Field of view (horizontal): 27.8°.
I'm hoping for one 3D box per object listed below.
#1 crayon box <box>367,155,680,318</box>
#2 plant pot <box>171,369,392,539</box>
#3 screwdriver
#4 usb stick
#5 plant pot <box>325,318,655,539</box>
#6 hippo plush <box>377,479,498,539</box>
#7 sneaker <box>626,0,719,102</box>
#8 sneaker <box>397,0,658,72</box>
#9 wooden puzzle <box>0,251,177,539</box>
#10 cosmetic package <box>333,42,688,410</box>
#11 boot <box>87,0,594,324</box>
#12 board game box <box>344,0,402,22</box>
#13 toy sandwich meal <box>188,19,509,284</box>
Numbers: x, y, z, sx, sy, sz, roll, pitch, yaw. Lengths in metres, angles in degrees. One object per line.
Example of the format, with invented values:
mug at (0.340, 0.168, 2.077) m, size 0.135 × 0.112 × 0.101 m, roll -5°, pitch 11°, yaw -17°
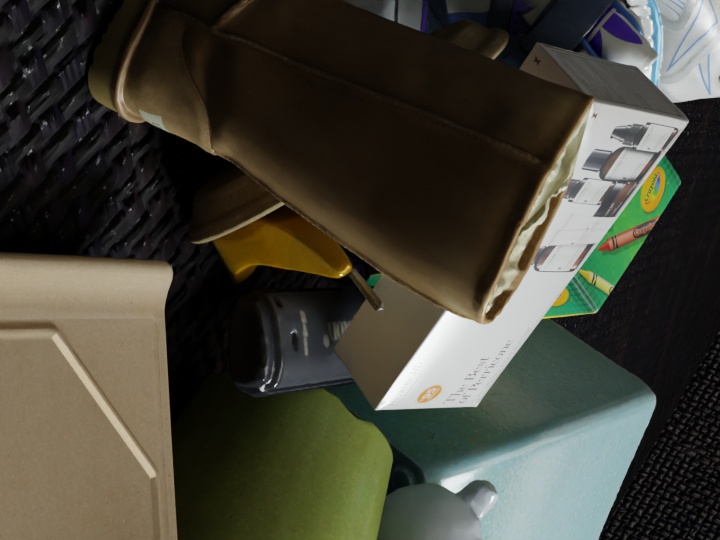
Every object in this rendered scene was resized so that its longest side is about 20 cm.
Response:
crayon box at (0.099, -0.025, 0.957) m, size 0.058 × 0.199 × 0.119 m, roll 50°, pitch 59°, yaw -21°
plant pot at (-0.068, 0.163, 0.802) m, size 0.201 × 0.199 × 0.191 m, roll 83°, pitch 27°, yaw -58°
screwdriver at (0.000, 0.000, 0.737) m, size 0.029 × 0.028 × 0.200 m, roll -61°, pitch -171°, yaw -1°
usb stick at (-0.012, 0.037, 0.807) m, size 0.200 × 0.032 × 0.056 m, roll 0°, pitch 91°, yaw -63°
plant pot at (0.057, 0.140, 1.057) m, size 0.199 × 0.195 × 0.198 m, roll -13°, pitch 129°, yaw -46°
hippo plush at (0.026, 0.217, 0.874) m, size 0.158 × 0.162 × 0.200 m, roll -17°, pitch 149°, yaw -1°
sneaker at (0.198, -0.168, 0.848) m, size 0.200 × 0.086 × 0.075 m, roll 68°, pitch 31°, yaw -59°
sneaker at (0.094, -0.160, 0.747) m, size 0.081 × 0.146 × 0.201 m, roll -51°, pitch 157°, yaw -31°
wooden puzzle at (-0.142, 0.094, 0.599) m, size 0.185 × 0.037 × 0.202 m, roll 3°, pitch 87°, yaw -58°
cosmetic package at (0.073, -0.015, 0.736) m, size 0.082 × 0.051 × 0.201 m, roll 4°, pitch 129°, yaw -42°
boot at (0.006, -0.099, 0.597) m, size 0.176 × 0.199 × 0.066 m, roll -65°, pitch 160°, yaw 6°
board game box at (0.025, -0.201, 0.780) m, size 0.200 × 0.026 × 0.201 m, roll -20°, pitch 133°, yaw -63°
toy sandwich meal at (0.000, -0.050, 0.721) m, size 0.204 × 0.071 × 0.205 m, roll -32°, pitch -169°, yaw 7°
